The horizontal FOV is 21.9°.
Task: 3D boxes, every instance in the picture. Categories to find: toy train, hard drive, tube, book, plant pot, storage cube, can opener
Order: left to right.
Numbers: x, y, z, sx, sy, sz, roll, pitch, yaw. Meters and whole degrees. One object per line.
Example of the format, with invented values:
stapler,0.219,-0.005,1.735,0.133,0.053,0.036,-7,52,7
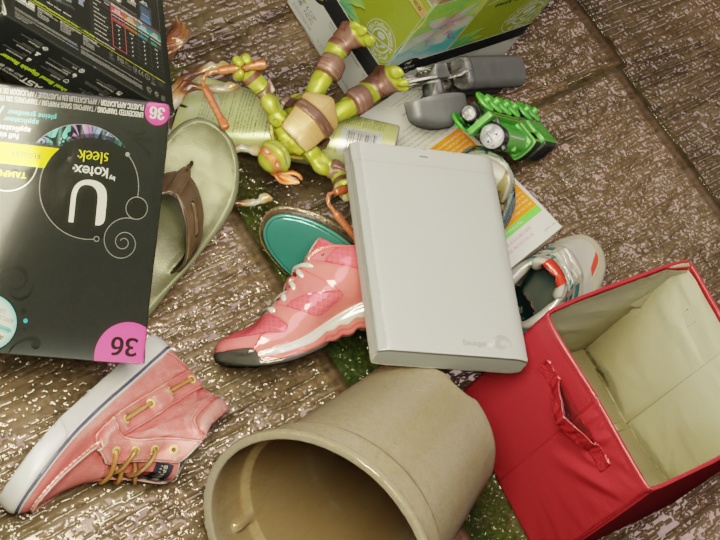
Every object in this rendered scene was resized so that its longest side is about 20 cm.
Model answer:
tube,-0.066,-0.126,1.666,0.200,0.052,0.058,12,18,-1
plant pot,0.009,0.171,1.467,0.200,0.200,0.183,45,39,3
hard drive,0.060,-0.012,1.539,0.132,0.026,0.200,5,57,-20
book,0.071,-0.072,1.724,0.200,0.048,0.134,48,52,8
can opener,0.094,-0.166,1.758,0.200,0.053,0.067,-11,88,-55
toy train,0.138,-0.130,1.739,0.056,0.042,0.200,53,17,11
storage cube,0.216,0.122,1.598,0.200,0.180,0.171,-19,72,-34

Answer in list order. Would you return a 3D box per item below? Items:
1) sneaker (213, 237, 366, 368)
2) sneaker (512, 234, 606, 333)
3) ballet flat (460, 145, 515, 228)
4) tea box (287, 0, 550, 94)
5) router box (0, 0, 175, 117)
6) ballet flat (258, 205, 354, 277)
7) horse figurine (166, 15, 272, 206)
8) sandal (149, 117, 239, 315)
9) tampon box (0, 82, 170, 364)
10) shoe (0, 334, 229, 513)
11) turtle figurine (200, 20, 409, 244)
sneaker,-0.039,0.021,1.560,0.200,0.074,0.087,-22,91,-16
sneaker,0.174,0.015,1.694,0.200,0.093,0.070,-33,81,-38
ballet flat,0.105,-0.058,1.649,0.074,0.074,0.200,30,45,-9
tea box,0.075,-0.280,1.753,0.200,0.197,0.134,-22,73,-35
router box,-0.245,-0.213,1.530,0.200,0.062,0.150,30,42,-45
ballet flat,0.000,0.000,1.640,0.200,0.071,0.065,34,24,-10
horse figurine,-0.160,-0.115,1.610,0.133,0.050,0.200,-16,78,-10
sandal,-0.159,-0.036,1.535,0.080,0.057,0.201,29,72,-4
tampon box,-0.240,-0.035,1.423,0.150,0.126,0.200,5,91,-20
shoe,-0.186,0.138,1.440,0.091,0.071,0.200,41,48,3
turtle figurine,-0.033,-0.127,1.609,0.200,0.064,0.161,46,70,-5
